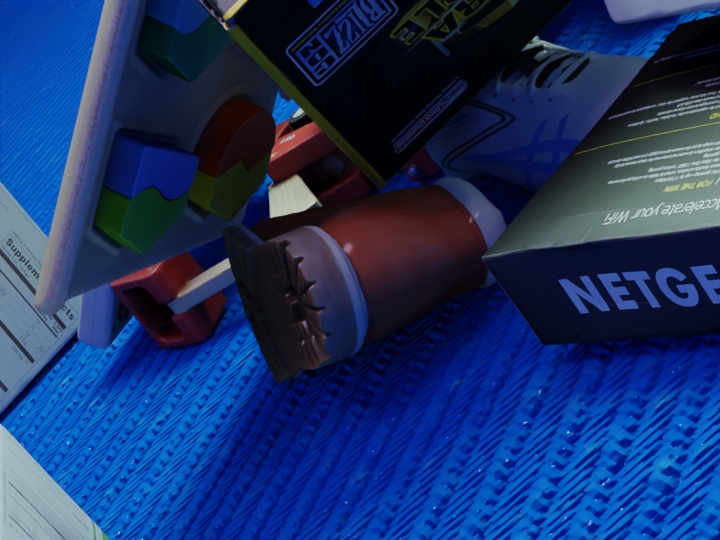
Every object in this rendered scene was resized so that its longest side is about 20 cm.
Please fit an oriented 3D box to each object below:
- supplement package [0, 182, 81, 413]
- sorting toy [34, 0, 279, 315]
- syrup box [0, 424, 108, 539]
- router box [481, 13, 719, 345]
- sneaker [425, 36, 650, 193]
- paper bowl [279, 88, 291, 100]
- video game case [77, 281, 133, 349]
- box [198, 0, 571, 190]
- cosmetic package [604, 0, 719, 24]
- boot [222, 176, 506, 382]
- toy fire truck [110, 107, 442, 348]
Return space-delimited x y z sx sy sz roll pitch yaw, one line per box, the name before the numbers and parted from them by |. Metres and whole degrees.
supplement package | -0.286 0.011 1.374 0.111 0.156 0.199 -49 20 -28
sorting toy | -0.070 -0.083 0.982 0.200 0.036 0.186 -33 -37 -63
syrup box | -0.154 0.144 0.905 0.079 0.082 0.200 -40 18 2
router box | 0.155 -0.043 0.792 0.149 0.051 0.199 -48 22 -27
sneaker | 0.079 -0.079 1.006 0.072 0.073 0.200 -43 19 -19
paper bowl | 0.022 -0.185 1.254 0.200 0.105 0.201 -27 7 3
video game case | -0.109 -0.084 1.235 0.182 0.022 0.201 -58 -19 -57
box | 0.036 -0.149 0.933 0.200 0.160 0.049 -44 54 2
cosmetic package | 0.190 -0.198 0.801 0.198 0.166 0.165 -17 7 -16
boot | 0.000 0.000 0.999 0.107 0.076 0.200 -23 7 -16
toy fire truck | -0.030 -0.040 1.163 0.199 0.049 0.141 -22 24 40
